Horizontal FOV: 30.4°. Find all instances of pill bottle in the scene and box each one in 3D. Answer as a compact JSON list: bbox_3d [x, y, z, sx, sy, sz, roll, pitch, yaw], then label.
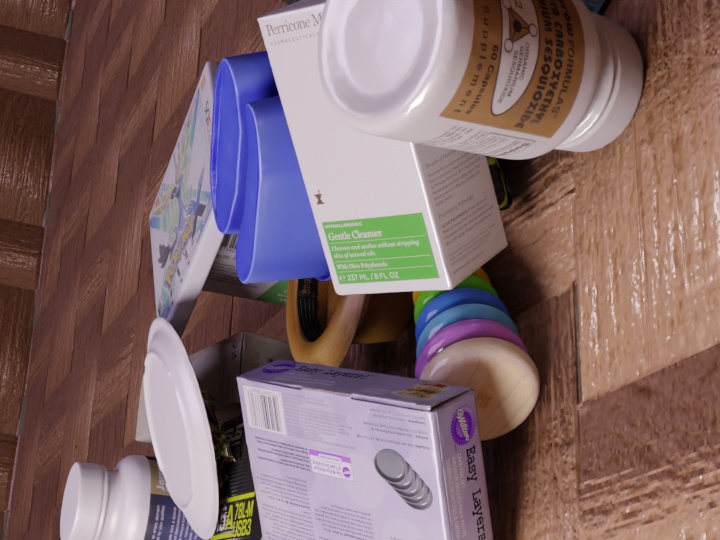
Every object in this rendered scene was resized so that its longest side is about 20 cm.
[{"bbox_3d":[-0.198,0.248,1.345,0.111,0.198,0.113,-169,90,-68],"label":"pill bottle"},{"bbox_3d":[0.081,-0.128,0.809,0.114,0.198,0.116,-5,83,46],"label":"pill bottle"}]

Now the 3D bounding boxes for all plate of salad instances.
[{"bbox_3d":[-0.152,0.139,1.189,0.200,0.047,0.203,169,90,-67],"label":"plate of salad"}]

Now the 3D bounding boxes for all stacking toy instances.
[{"bbox_3d":[0.071,0.025,0.960,0.201,0.084,0.086,-99,29,-51],"label":"stacking toy"}]

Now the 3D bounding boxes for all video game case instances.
[{"bbox_3d":[-0.158,-0.063,1.241,0.183,0.022,0.201,-104,32,-46],"label":"video game case"}]

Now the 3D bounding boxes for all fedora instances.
[{"bbox_3d":[0.000,0.000,1.131,0.200,0.081,0.203,-167,90,-70],"label":"fedora"}]

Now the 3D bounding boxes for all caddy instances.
[{"bbox_3d":[-0.052,-0.083,1.044,0.142,0.104,0.202,-118,28,-45],"label":"caddy"}]

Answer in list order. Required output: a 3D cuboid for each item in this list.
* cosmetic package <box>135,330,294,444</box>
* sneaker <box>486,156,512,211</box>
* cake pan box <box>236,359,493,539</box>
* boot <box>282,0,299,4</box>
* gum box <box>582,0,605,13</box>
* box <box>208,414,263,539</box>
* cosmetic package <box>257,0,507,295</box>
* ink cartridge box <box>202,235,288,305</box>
[{"bbox_3d":[-0.130,0.127,1.314,0.199,0.103,0.074,-22,58,48],"label":"cosmetic package"},{"bbox_3d":[0.056,-0.113,1.022,0.201,0.076,0.076,-102,-14,-48],"label":"sneaker"},{"bbox_3d":[0.001,0.163,0.912,0.198,0.052,0.187,2,104,44],"label":"cake pan box"},{"bbox_3d":[0.003,-0.212,0.970,0.080,0.157,0.210,-57,21,-19],"label":"boot"},{"bbox_3d":[0.131,-0.234,0.965,0.171,0.044,0.201,-102,31,-46],"label":"gum box"},{"bbox_3d":[-0.083,0.214,1.112,0.200,0.047,0.196,150,126,-65],"label":"box"},{"bbox_3d":[0.017,-0.093,0.904,0.107,0.085,0.202,-5,109,40],"label":"cosmetic package"},{"bbox_3d":[-0.076,-0.074,1.267,0.084,0.143,0.202,-111,38,-53],"label":"ink cartridge box"}]
